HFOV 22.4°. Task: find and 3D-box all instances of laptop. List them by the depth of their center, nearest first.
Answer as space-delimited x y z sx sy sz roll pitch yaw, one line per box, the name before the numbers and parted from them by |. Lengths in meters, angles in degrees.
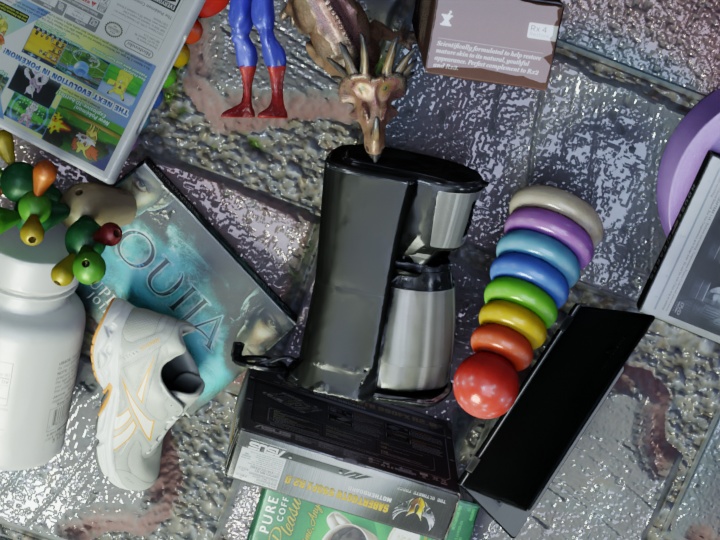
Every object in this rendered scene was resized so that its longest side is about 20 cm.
laptop | 0.183 0.137 1.533 0.188 0.115 0.200 -54 142 -10

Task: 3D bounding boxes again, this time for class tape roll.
tape roll | 0.360 -0.065 1.580 0.198 0.066 0.202 0 107 0

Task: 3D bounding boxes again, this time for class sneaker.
sneaker | -0.181 0.120 1.596 0.091 0.076 0.201 10 129 13

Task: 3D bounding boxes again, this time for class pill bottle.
pill bottle | -0.297 0.060 1.569 0.113 0.115 0.202 12 116 -5

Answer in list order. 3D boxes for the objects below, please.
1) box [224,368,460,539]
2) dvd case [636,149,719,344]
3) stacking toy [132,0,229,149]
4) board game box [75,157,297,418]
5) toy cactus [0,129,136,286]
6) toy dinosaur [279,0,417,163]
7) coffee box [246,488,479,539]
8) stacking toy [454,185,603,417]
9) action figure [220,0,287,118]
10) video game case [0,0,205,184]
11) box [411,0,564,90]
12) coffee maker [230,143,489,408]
box | -0.015 0.156 1.593 0.198 0.159 0.049 17 107 -6
dvd case | 0.356 0.002 1.554 0.198 0.025 0.151 21 106 -6
stacking toy | -0.180 -0.184 1.536 0.085 0.085 0.200 38 96 -11
board game box | -0.170 0.016 1.616 0.135 0.028 0.200 -41 103 12
toy cactus | -0.254 -0.058 1.504 0.199 0.164 0.103 25 110 34
toy dinosaur | -0.018 -0.200 1.495 0.086 0.136 0.200 -37 103 10
coffee box | 0.000 0.236 1.678 0.198 0.044 0.124 14 106 -6
stacking toy | 0.134 0.031 1.537 0.085 0.085 0.201 29 67 -10
action figure | -0.103 -0.223 1.452 0.065 0.099 0.202 4 95 37
video game case | -0.249 -0.196 1.500 0.199 0.022 0.184 27 90 9
box | 0.099 -0.206 1.461 0.099 0.200 0.076 8 107 -3
coffee maker | 0.000 0.000 1.545 0.190 0.135 0.202 3 104 -16
